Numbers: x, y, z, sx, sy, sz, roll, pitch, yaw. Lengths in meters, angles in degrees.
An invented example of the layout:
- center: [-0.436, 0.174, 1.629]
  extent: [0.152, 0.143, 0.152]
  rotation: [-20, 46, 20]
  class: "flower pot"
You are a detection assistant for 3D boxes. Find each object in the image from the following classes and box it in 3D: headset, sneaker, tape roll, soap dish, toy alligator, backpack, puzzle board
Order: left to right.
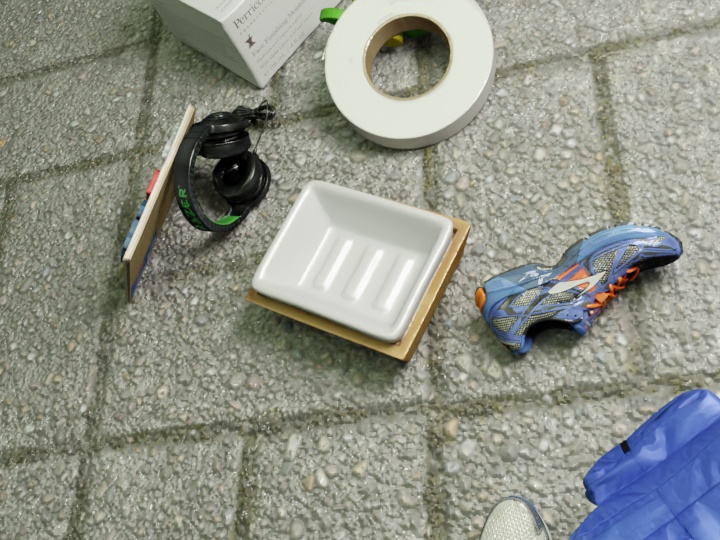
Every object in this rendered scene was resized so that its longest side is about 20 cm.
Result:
- center: [-0.237, -0.076, 1.037]
  extent: [0.017, 0.151, 0.201]
  rotation: [21, 68, -7]
  class: "puzzle board"
- center: [-0.161, -0.134, 1.055]
  extent: [0.093, 0.124, 0.201]
  rotation: [6, 46, 30]
  class: "headset"
- center: [0.000, 0.000, 0.929]
  extent: [0.199, 0.081, 0.158]
  rotation: [18, 70, 30]
  class: "soap dish"
- center: [0.049, -0.303, 1.099]
  extent: [0.198, 0.054, 0.060]
  rotation: [4, 80, 14]
  class: "toy alligator"
- center: [0.056, -0.241, 1.036]
  extent: [0.201, 0.037, 0.205]
  rotation: [-3, 77, 14]
  class: "tape roll"
- center: [0.114, 0.279, 0.724]
  extent: [0.076, 0.085, 0.202]
  rotation: [2, 63, 23]
  class: "sneaker"
- center: [0.211, 0.021, 0.846]
  extent: [0.199, 0.075, 0.079]
  rotation: [-25, 64, 17]
  class: "sneaker"
- center: [0.247, 0.207, 0.671]
  extent: [0.200, 0.162, 0.168]
  rotation: [-45, 45, 9]
  class: "backpack"

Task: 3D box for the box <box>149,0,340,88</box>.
- center: [-0.152, -0.383, 1.176]
  extent: [0.200, 0.131, 0.199]
  rotation: [35, 79, 33]
  class: "box"
